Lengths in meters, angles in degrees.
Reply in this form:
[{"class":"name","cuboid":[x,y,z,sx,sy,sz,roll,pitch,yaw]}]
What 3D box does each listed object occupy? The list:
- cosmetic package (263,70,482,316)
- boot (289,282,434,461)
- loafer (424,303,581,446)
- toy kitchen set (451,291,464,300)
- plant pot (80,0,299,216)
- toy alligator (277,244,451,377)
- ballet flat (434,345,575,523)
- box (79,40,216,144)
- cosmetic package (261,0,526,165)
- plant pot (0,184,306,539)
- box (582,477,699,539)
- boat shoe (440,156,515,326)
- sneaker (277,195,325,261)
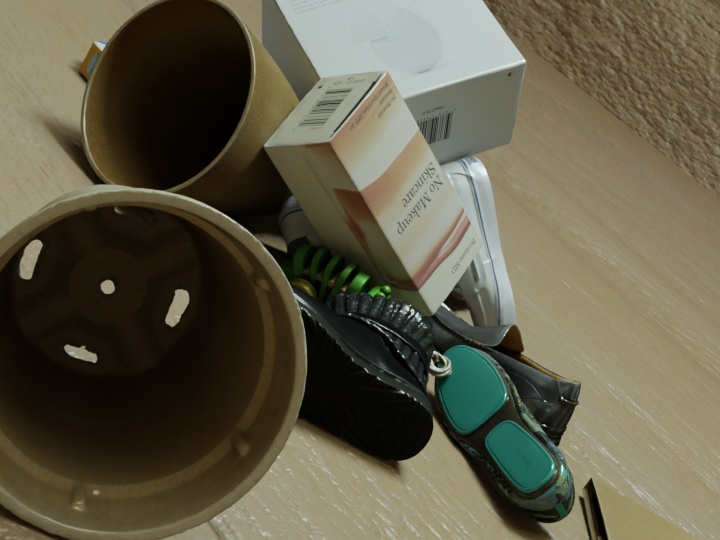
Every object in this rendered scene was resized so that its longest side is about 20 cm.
[{"class":"cosmetic package","cuboid":[0.015,-0.066,1.310,0.087,0.104,0.201,2,-45,44]},{"class":"boot","cuboid":[-0.027,0.050,1.175,0.211,0.079,0.158,39,22,-17]},{"class":"loafer","cuboid":[0.127,0.079,1.384,0.200,0.073,0.073,41,20,26]},{"class":"toy kitchen set","cuboid":[0.065,-0.092,1.547,0.199,0.182,0.163,35,18,22]},{"class":"plant pot","cuboid":[-0.123,-0.128,1.359,0.186,0.187,0.200,44,9,32]},{"class":"toy alligator","cuboid":[0.000,0.024,1.289,0.198,0.055,0.059,28,36,16]},{"class":"ballet flat","cuboid":[0.121,0.142,1.247,0.074,0.075,0.201,21,23,-32]},{"class":"box","cuboid":[-0.205,-0.169,1.521,0.118,0.042,0.200,13,24,-48]},{"class":"cosmetic package","cuboid":[0.027,-0.206,1.469,0.197,0.124,0.201,-18,57,-16]},{"class":"plant pot","cuboid":[-0.146,0.033,0.884,0.199,0.202,0.184,27,7,-19]},{"class":"box","cuboid":[0.281,0.265,1.244,0.199,0.021,0.164,30,18,-9]},{"class":"boat shoe","cuboid":[0.105,-0.010,1.479,0.065,0.203,0.073,-15,9,-16]},{"class":"sneaker","cuboid":[0.000,0.000,1.408,0.199,0.073,0.071,25,47,-32]}]
